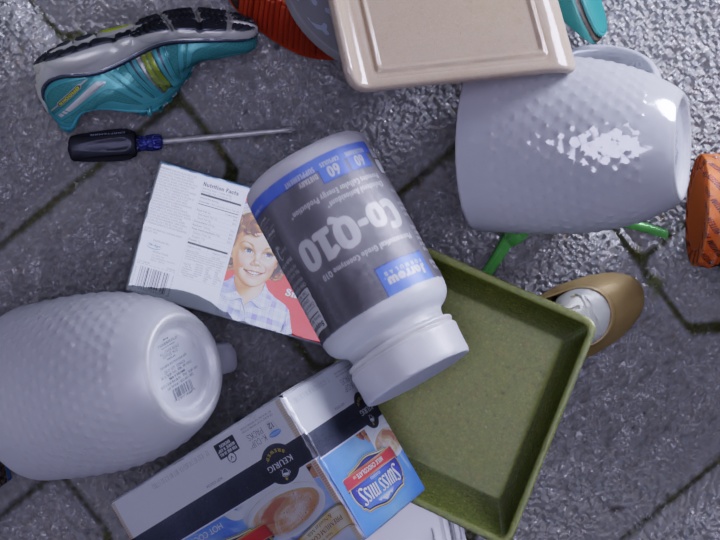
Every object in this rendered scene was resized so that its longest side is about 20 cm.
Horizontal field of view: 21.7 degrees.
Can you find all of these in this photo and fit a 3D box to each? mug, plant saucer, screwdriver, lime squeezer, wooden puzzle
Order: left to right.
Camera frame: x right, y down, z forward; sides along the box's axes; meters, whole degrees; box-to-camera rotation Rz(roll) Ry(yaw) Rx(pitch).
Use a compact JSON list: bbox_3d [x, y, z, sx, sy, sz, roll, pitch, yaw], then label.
[{"bbox_3d":[-0.190,0.087,1.553,0.174,0.199,0.149,-11,90,38],"label":"mug"},{"bbox_3d":[-0.156,-0.113,1.627,0.197,0.029,0.028,-5,93,4],"label":"screwdriver"},{"bbox_3d":[0.062,-0.230,1.515,0.198,0.037,0.187,-5,66,-17],"label":"wooden puzzle"},{"bbox_3d":[0.077,0.097,1.575,0.198,0.048,0.202,23,96,17],"label":"plant saucer"},{"bbox_3d":[0.169,-0.028,1.638,0.198,0.038,0.071,-19,93,-1],"label":"lime squeezer"},{"bbox_3d":[0.188,-0.121,1.573,0.173,0.201,0.149,2,133,19],"label":"mug"}]

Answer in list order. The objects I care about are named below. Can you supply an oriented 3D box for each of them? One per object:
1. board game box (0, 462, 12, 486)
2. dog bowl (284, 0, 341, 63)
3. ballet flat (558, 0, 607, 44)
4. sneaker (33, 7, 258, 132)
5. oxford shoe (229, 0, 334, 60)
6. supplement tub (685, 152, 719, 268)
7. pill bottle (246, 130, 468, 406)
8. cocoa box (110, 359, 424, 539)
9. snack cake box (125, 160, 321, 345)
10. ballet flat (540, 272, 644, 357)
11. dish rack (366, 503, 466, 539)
[{"bbox_3d":[-0.393,0.157,1.547,0.158,0.200,0.098,-11,93,4],"label":"board game box"},{"bbox_3d":[0.032,-0.263,1.574,0.198,0.059,0.202,4,68,-9],"label":"dog bowl"},{"bbox_3d":[0.156,-0.287,1.620,0.070,0.067,0.202,-14,93,23],"label":"ballet flat"},{"bbox_3d":[-0.180,-0.175,1.616,0.198,0.078,0.080,-15,111,5],"label":"sneaker"},{"bbox_3d":[-0.018,-0.224,1.620,0.198,0.071,0.073,20,66,-1],"label":"oxford shoe"},{"bbox_3d":[0.383,-0.046,1.601,0.197,0.123,0.124,4,93,-2],"label":"supplement tub"},{"bbox_3d":[0.000,0.000,1.517,0.113,0.114,0.201,-29,80,0],"label":"pill bottle"},{"bbox_3d":[-0.074,0.186,1.534,0.199,0.133,0.132,-33,87,26],"label":"cocoa box"},{"bbox_3d":[-0.092,-0.012,1.618,0.198,0.067,0.116,16,90,-2],"label":"snack cake box"},{"bbox_3d":[0.157,0.056,1.629,0.198,0.063,0.069,-21,91,-1],"label":"ballet flat"},{"bbox_3d":[-0.013,0.208,1.642,0.198,0.044,0.174,-12,93,0],"label":"dish rack"}]
